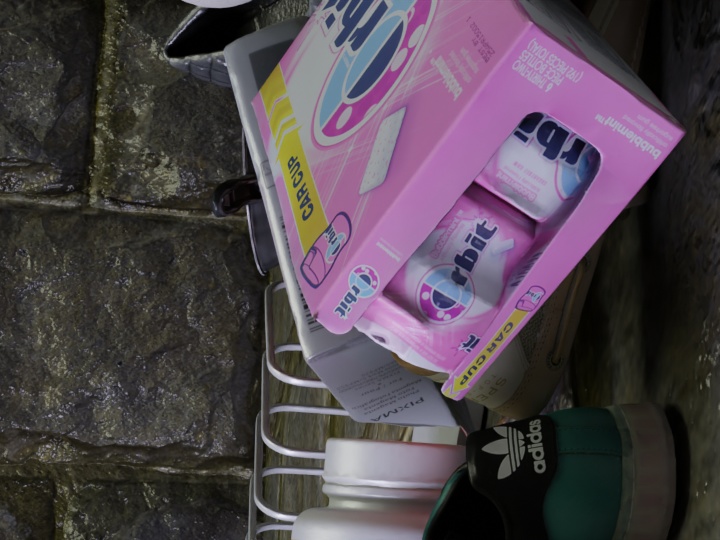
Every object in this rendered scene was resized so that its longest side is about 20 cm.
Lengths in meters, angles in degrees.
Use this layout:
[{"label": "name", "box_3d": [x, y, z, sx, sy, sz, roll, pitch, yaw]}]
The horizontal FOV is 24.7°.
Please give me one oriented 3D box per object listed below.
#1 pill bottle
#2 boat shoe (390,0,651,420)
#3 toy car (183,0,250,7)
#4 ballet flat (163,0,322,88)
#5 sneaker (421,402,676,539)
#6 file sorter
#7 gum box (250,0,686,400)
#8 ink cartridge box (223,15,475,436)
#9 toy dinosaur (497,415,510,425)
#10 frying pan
[{"label": "pill bottle", "box_3d": [0.014, 0.192, 0.874, 0.109, 0.109, 0.201, 139, 135, -81]}, {"label": "boat shoe", "box_3d": [0.076, -0.041, 0.637, 0.072, 0.065, 0.200, -13, 51, 61]}, {"label": "toy car", "box_3d": [-0.067, -0.236, 0.833, 0.200, 0.175, 0.150, -55, -19, 17]}, {"label": "ballet flat", "box_3d": [-0.052, -0.153, 0.935, 0.200, 0.057, 0.067, -36, 65, 56]}, {"label": "sneaker", "box_3d": [0.059, 0.114, 0.647, 0.200, 0.080, 0.072, 101, 169, -50]}, {"label": "file sorter", "box_3d": [-0.004, 0.121, 1.019, 0.139, 0.124, 0.201, -98, 13, -63]}, {"label": "gum box", "box_3d": [0.028, -0.053, 0.578, 0.114, 0.066, 0.200, -53, 23, 16]}, {"label": "ink cartridge box", "box_3d": [0.000, 0.000, 0.778, 0.200, 0.057, 0.163, 68, -176, -63]}, {"label": "toy dinosaur", "box_3d": [0.065, -0.014, 0.817, 0.106, 0.060, 0.200, 135, 116, -81]}, {"label": "frying pan", "box_3d": [-0.058, -0.064, 0.942, 0.190, 0.031, 0.115, 74, -167, -76]}]
